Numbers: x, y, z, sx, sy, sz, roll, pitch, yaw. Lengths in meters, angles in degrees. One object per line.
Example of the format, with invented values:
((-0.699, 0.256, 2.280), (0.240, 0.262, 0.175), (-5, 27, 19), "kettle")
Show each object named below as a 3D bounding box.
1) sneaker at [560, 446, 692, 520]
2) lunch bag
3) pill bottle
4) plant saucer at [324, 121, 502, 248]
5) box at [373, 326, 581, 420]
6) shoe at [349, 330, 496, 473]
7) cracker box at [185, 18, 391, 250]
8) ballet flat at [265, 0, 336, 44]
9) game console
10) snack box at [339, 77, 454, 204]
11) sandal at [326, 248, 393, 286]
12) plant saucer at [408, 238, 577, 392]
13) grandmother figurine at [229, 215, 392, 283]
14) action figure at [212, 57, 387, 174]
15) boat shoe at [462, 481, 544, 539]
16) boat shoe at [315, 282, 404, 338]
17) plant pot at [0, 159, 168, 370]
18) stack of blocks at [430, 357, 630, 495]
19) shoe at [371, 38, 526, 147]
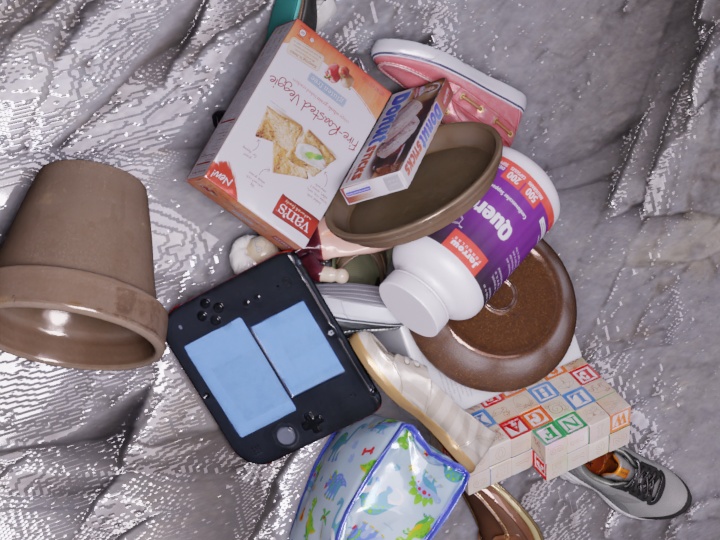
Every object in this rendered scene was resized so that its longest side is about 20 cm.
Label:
((0.311, 0.245, 1.820), (0.199, 0.079, 0.074), (25, 80, -21), "sneaker")
((0.003, 0.263, 1.654), (0.127, 0.170, 0.200), (40, 77, -14), "lunch bag")
((0.110, -0.028, 1.599), (0.113, 0.112, 0.200), (48, 67, -15), "pill bottle")
((0.057, -0.085, 1.576), (0.200, 0.200, 0.030), (-37, 117, -16), "plant saucer")
((0.128, 0.074, 1.738), (0.199, 0.097, 0.125), (-22, 98, -19), "box")
((0.066, 0.129, 1.632), (0.053, 0.070, 0.200), (-43, 105, 2), "shoe")
((-0.073, -0.139, 1.605), (0.134, 0.058, 0.201), (35, 74, -23), "cracker box")
((-0.058, -0.308, 1.681), (0.068, 0.068, 0.202), (6, 89, -29), "ballet flat")
((-0.096, 0.097, 1.637), (0.176, 0.031, 0.201), (-26, 103, 22), "game console")
((0.041, -0.137, 1.622), (0.024, 0.072, 0.200), (60, 31, -24), "snack box")
((0.001, 0.001, 1.709), (0.079, 0.057, 0.202), (14, 85, -21), "sandal")
((0.145, 0.030, 1.668), (0.199, 0.037, 0.202), (4, 72, -11), "plant saucer")
((-0.045, -0.036, 1.659), (0.199, 0.122, 0.061), (-16, 131, -1), "grandmother figurine")
((-0.054, -0.163, 1.685), (0.199, 0.069, 0.131), (-14, 89, -24), "action figure")
((0.170, 0.315, 1.770), (0.067, 0.072, 0.201), (-40, 106, -18), "boat shoe")
((-0.038, 0.054, 1.663), (0.199, 0.072, 0.071), (3, 105, 17), "boat shoe")
((-0.281, -0.012, 1.546), (0.199, 0.200, 0.176), (15, 69, -20), "plant pot")
((0.191, 0.178, 1.748), (0.199, 0.115, 0.059), (-21, 131, -19), "stack of blocks")
((0.093, -0.185, 1.735), (0.199, 0.071, 0.092), (21, 78, -24), "shoe")
